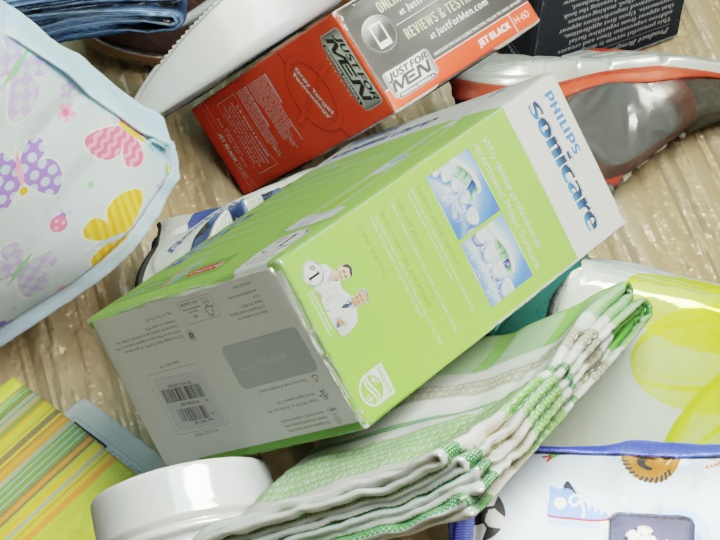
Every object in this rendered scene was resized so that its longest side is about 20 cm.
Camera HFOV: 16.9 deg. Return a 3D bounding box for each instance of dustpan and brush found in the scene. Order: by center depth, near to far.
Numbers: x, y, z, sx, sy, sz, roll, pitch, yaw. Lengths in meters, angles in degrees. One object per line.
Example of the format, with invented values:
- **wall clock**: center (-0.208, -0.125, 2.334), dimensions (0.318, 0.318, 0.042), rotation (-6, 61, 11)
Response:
- **dustpan and brush**: center (-0.038, -0.156, 1.265), dimensions (0.057, 0.200, 0.140), rotation (57, 26, -4)

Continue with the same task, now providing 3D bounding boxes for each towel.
- **towel**: center (0.026, 0.063, 1.017), dimensions (0.149, 0.031, 0.200), rotation (-19, 12, 32)
- **towel**: center (-0.126, 0.136, 1.152), dimensions (0.200, 0.018, 0.086), rotation (36, 63, 22)
- **towel**: center (-0.186, -0.138, 1.260), dimensions (0.200, 0.049, 0.112), rotation (-10, 12, -2)

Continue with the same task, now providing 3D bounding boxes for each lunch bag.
- **lunch bag**: center (0.118, 0.170, 1.025), dimensions (0.170, 0.200, 0.124), rotation (2, 13, 2)
- **lunch bag**: center (-0.209, -0.051, 1.181), dimensions (0.200, 0.170, 0.127), rotation (-31, 50, 22)

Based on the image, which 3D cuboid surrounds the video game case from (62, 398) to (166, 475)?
- **video game case**: center (-0.136, 0.173, 1.146), dimensions (0.182, 0.024, 0.200), rotation (35, 57, 22)

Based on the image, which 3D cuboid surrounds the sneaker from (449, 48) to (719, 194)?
- **sneaker**: center (0.135, -0.080, 1.341), dimensions (0.200, 0.082, 0.077), rotation (-4, 9, -26)

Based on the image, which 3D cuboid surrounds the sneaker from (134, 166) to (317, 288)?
- **sneaker**: center (-0.045, -0.014, 1.253), dimensions (0.115, 0.081, 0.199), rotation (-11, 5, 43)

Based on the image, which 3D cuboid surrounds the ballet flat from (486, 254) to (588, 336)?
- **ballet flat**: center (0.042, 0.048, 1.234), dimensions (0.071, 0.071, 0.200), rotation (30, 57, 20)

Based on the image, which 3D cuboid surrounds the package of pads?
- **package of pads**: center (0.145, 0.103, 1.118), dimensions (0.154, 0.068, 0.200), rotation (14, 96, 7)

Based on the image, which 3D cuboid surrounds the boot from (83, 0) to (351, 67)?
- **boot**: center (-0.064, -0.196, 1.351), dimensions (0.200, 0.166, 0.072), rotation (-7, 52, -8)

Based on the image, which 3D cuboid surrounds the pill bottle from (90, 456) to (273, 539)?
- **pill bottle**: center (-0.058, 0.188, 1.044), dimensions (0.112, 0.112, 0.200), rotation (-11, 72, -11)

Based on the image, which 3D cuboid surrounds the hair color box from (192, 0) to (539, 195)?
- **hair color box**: center (-0.002, -0.106, 1.263), dimensions (0.101, 0.200, 0.061), rotation (-34, 94, -25)

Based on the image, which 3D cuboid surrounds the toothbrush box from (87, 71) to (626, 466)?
- **toothbrush box**: center (0.000, 0.000, 1.106), dimensions (0.200, 0.146, 0.086), rotation (-38, 104, -41)

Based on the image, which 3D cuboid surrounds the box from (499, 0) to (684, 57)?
- **box**: center (0.112, -0.231, 1.366), dimensions (0.107, 0.200, 0.148), rotation (-20, 56, -19)
